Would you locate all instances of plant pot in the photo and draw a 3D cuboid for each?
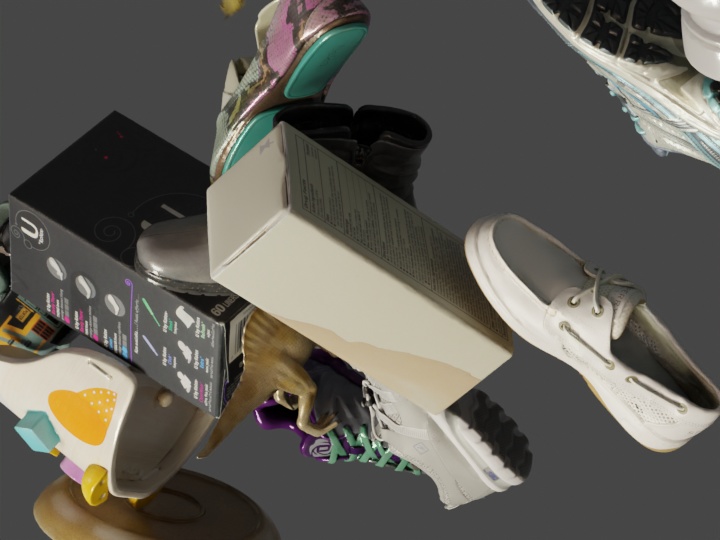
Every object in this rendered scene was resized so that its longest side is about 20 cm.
[{"bbox_3d":[-0.155,0.192,2.029,0.200,0.200,0.028,22,107,30],"label":"plant pot"}]

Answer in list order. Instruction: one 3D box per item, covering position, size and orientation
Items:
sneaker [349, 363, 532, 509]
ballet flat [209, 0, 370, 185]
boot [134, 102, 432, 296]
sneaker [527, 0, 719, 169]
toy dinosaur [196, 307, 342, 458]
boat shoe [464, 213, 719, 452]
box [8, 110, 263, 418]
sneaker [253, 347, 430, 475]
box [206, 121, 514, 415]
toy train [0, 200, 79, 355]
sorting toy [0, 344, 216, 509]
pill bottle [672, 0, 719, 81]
[{"bbox_3d":[0.026,0.088,1.784,0.082,0.075,0.200,-37,97,27],"label":"sneaker"},{"bbox_3d":[-0.055,-0.131,1.727,0.071,0.069,0.200,61,142,24],"label":"ballet flat"},{"bbox_3d":[-0.055,-0.056,1.725,0.070,0.200,0.132,-105,11,-45],"label":"boot"},{"bbox_3d":[0.170,-0.110,1.506,0.200,0.078,0.086,37,146,13],"label":"sneaker"},{"bbox_3d":[-0.056,0.069,1.813,0.058,0.200,0.101,13,151,44],"label":"toy dinosaur"},{"bbox_3d":[0.156,0.029,1.657,0.200,0.071,0.069,42,143,-7],"label":"boat shoe"},{"bbox_3d":[-0.142,-0.006,1.871,0.200,0.122,0.106,30,140,22],"label":"box"},{"bbox_3d":[0.010,0.125,1.870,0.200,0.088,0.074,25,138,28],"label":"sneaker"},{"bbox_3d":[0.000,0.000,1.678,0.200,0.095,0.078,33,122,-29],"label":"box"},{"bbox_3d":[-0.277,0.025,2.075,0.114,0.085,0.200,39,144,-4],"label":"toy train"},{"bbox_3d":[-0.229,0.094,1.970,0.180,0.107,0.200,28,-179,18],"label":"sorting toy"},{"bbox_3d":[0.205,-0.202,1.355,0.112,0.112,0.200,18,135,33],"label":"pill bottle"}]
